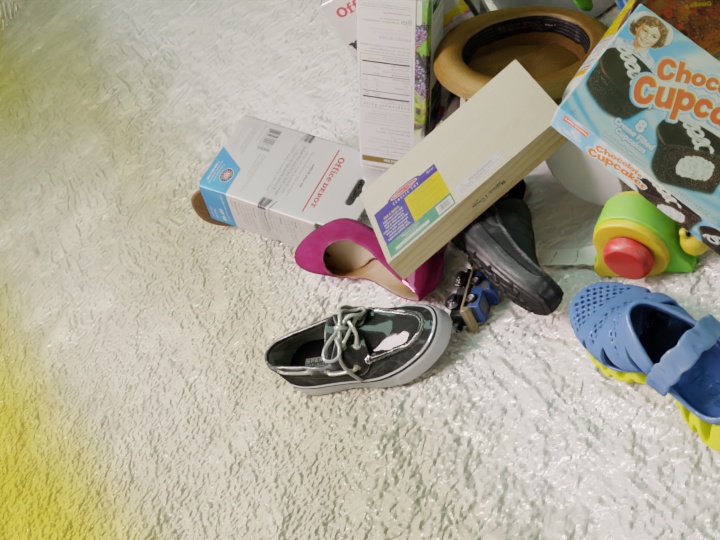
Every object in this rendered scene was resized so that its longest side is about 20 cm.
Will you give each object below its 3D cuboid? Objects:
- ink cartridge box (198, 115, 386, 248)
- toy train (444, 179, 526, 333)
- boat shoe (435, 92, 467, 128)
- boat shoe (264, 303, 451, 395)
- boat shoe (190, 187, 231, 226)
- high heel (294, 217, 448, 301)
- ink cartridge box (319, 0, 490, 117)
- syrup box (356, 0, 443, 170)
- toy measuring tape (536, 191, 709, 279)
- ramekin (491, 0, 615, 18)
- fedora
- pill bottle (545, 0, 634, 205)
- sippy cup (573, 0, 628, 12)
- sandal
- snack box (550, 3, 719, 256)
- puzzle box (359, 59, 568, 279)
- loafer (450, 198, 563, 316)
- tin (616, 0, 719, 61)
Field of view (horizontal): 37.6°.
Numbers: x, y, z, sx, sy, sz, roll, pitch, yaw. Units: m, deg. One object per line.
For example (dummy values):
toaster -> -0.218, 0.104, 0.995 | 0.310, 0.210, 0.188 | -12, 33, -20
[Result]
ink cartridge box -> -0.071, -0.093, 1.219 | 0.197, 0.067, 0.117 | 20, 60, 20
toy train -> 0.124, -0.023, 1.006 | 0.045, 0.034, 0.202 | -3, 48, 30
boat shoe -> 0.101, -0.130, 1.119 | 0.060, 0.072, 0.204 | -17, 41, 26
boat shoe -> -0.008, 0.067, 0.988 | 0.197, 0.068, 0.075 | -13, 58, 40
boat shoe -> -0.125, -0.115, 1.350 | 0.197, 0.073, 0.065 | -20, 31, 24
high heel -> 0.000, 0.000, 1.083 | 0.197, 0.068, 0.097 | -2, 43, 31
ink cartridge box -> 0.068, -0.271, 1.202 | 0.146, 0.201, 0.087 | -20, 36, 30
syrup box -> 0.043, -0.212, 1.133 | 0.080, 0.203, 0.079 | 9, 37, 15
toy measuring tape -> 0.202, -0.031, 0.895 | 0.198, 0.074, 0.074 | 1, 50, 47
ramekin -> 0.233, -0.366, 1.236 | 0.198, 0.098, 0.202 | -28, 34, 21
fedora -> 0.171, -0.199, 1.090 | 0.196, 0.083, 0.202 | -4, 40, 3
pill bottle -> 0.251, -0.162, 0.957 | 0.112, 0.113, 0.201 | 14, 60, 53
sippy cup -> 0.297, -0.317, 1.058 | 0.137, 0.133, 0.178 | -16, -2, -12
sandal -> 0.217, 0.048, 0.771 | 0.080, 0.087, 0.200 | -46, 30, -5
snack box -> 0.261, -0.102, 0.822 | 0.117, 0.199, 0.037 | -50, -9, -14
puzzle box -> 0.091, -0.094, 0.956 | 0.199, 0.025, 0.134 | -40, 32, 12
loafer -> 0.124, -0.033, 0.936 | 0.070, 0.068, 0.201 | -40, 38, 2
tin -> 0.310, -0.194, 0.899 | 0.196, 0.042, 0.114 | -11, 74, -13
